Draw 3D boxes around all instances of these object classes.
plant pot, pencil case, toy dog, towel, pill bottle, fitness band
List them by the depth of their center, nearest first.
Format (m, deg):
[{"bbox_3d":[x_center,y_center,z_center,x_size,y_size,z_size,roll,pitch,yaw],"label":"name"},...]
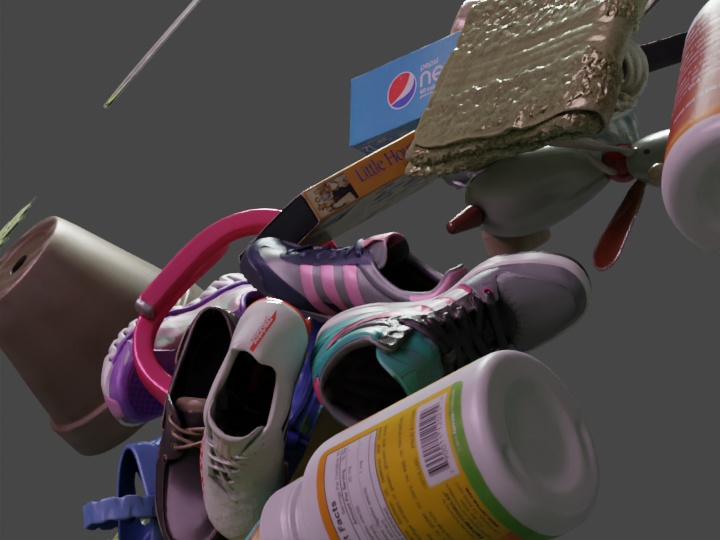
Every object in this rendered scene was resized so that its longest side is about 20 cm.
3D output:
[{"bbox_3d":[0.035,0.135,1.049,0.200,0.111,0.111,-31,27,35],"label":"pill bottle"},{"bbox_3d":[0.249,-0.107,1.064,0.112,0.112,0.201,-29,29,37],"label":"pill bottle"},{"bbox_3d":[0.114,-0.137,1.180,0.200,0.036,0.149,-14,48,53],"label":"towel"},{"bbox_3d":[0.135,-0.058,1.200,0.096,0.132,0.200,-37,0,-45],"label":"toy dog"},{"bbox_3d":[-0.037,0.073,1.323,0.087,0.078,0.201,107,-176,-50],"label":"pencil case"},{"bbox_3d":[-0.098,0.034,1.426,0.200,0.143,0.038,-48,-19,-25],"label":"fitness band"},{"bbox_3d":[-0.267,0.047,1.666,0.200,0.173,0.200,-39,22,19],"label":"plant pot"}]

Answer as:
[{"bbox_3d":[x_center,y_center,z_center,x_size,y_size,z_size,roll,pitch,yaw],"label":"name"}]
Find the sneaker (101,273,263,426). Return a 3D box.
[{"bbox_3d":[-0.129,0.064,1.468,0.088,0.081,0.200,2,28,44],"label":"sneaker"}]

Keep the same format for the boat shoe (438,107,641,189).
[{"bbox_3d":[0.132,-0.086,1.306,0.074,0.065,0.201,-28,8,-40],"label":"boat shoe"}]

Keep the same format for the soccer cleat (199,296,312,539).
[{"bbox_3d":[-0.081,0.112,1.194,0.085,0.068,0.201,-49,-22,-58],"label":"soccer cleat"}]

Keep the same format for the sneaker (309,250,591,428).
[{"bbox_3d":[0.052,0.052,1.133,0.199,0.084,0.121,-19,19,17],"label":"sneaker"}]

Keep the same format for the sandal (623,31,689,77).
[{"bbox_3d":[0.157,-0.156,1.305,0.199,0.048,0.075,-15,1,13],"label":"sandal"}]

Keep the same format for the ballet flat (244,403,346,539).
[{"bbox_3d":[-0.014,0.146,1.210,0.063,0.069,0.201,14,62,33],"label":"ballet flat"}]

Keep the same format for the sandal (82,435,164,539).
[{"bbox_3d":[-0.154,0.163,1.379,0.079,0.087,0.200,-29,25,43],"label":"sandal"}]

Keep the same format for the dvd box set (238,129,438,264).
[{"bbox_3d":[0.008,-0.066,1.394,0.199,0.029,0.146,-31,-5,-30],"label":"dvd box set"}]

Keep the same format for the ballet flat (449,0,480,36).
[{"bbox_3d":[0.135,-0.238,1.557,0.067,0.068,0.201,-14,41,43],"label":"ballet flat"}]

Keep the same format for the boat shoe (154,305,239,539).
[{"bbox_3d":[-0.124,0.118,1.316,0.074,0.073,0.201,-3,62,9],"label":"boat shoe"}]

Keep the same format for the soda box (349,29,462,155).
[{"bbox_3d":[0.082,-0.152,1.460,0.199,0.064,0.068,-19,60,40],"label":"soda box"}]

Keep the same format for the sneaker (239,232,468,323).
[{"bbox_3d":[0.000,0.000,1.262,0.199,0.082,0.070,22,29,27],"label":"sneaker"}]
